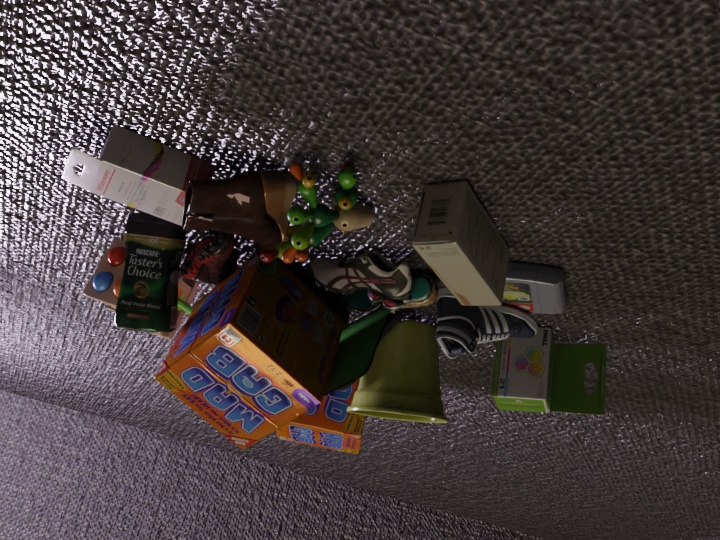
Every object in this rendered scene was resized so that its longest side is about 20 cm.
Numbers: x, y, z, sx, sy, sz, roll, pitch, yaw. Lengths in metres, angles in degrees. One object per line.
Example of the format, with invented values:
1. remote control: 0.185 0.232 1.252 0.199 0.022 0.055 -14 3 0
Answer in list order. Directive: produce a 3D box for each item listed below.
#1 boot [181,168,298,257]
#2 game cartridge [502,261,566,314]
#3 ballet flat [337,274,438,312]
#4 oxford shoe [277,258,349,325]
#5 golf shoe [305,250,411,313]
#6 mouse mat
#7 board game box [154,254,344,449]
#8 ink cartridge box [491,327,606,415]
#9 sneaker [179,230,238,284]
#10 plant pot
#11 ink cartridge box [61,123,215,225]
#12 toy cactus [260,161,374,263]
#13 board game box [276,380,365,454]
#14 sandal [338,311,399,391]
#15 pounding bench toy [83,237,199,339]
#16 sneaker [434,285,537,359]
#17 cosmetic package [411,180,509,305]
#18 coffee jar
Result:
1. boot: -0.190 -0.079 1.194 0.165 0.073 0.201 -8 147 -22
2. game cartridge: 0.245 0.029 1.334 0.198 0.041 0.133 2 149 20
3. ballet flat: 0.053 0.045 1.418 0.199 0.071 0.065 0 167 31
4. oxford shoe: -0.099 0.029 1.427 0.200 0.085 0.073 40 105 -15
5. golf shoe: 0.000 0.000 1.356 0.199 0.077 0.089 17 120 20
6. mouse mat: -0.020 0.139 1.336 0.160 0.201 0.008 -31 111 35
7. board game box: -0.180 0.133 1.323 0.199 0.201 0.200 -35 112 31
8. ink cartridge box: 0.358 0.187 1.482 0.198 0.149 0.076 0 152 22
9. sneaker: -0.251 -0.024 1.396 0.097 0.071 0.200 23 155 -22
10. plant pot: 0.082 0.198 1.558 0.198 0.186 0.200 7 167 2
11. ink cartridge box: -0.334 -0.147 1.179 0.199 0.068 0.116 21 153 -22
12. toy cactus: -0.052 -0.084 1.154 0.164 0.102 0.201 -4 137 -47
13. board game box: -0.080 0.291 1.821 0.198 0.201 0.200 11 156 2
14. sandal: -0.004 0.141 1.522 0.043 0.201 0.076 31 -174 -39
15. pounding bench toy: -0.387 0.039 1.472 0.199 0.125 0.156 14 159 29
16. sneaker: 0.212 0.109 1.345 0.199 0.109 0.070 21 154 -19
17. cosmetic package: 0.153 -0.035 1.162 0.071 0.106 0.200 -2 150 30
18. coffee jar: -0.362 0.003 1.357 0.103 0.202 0.085 6 180 10
